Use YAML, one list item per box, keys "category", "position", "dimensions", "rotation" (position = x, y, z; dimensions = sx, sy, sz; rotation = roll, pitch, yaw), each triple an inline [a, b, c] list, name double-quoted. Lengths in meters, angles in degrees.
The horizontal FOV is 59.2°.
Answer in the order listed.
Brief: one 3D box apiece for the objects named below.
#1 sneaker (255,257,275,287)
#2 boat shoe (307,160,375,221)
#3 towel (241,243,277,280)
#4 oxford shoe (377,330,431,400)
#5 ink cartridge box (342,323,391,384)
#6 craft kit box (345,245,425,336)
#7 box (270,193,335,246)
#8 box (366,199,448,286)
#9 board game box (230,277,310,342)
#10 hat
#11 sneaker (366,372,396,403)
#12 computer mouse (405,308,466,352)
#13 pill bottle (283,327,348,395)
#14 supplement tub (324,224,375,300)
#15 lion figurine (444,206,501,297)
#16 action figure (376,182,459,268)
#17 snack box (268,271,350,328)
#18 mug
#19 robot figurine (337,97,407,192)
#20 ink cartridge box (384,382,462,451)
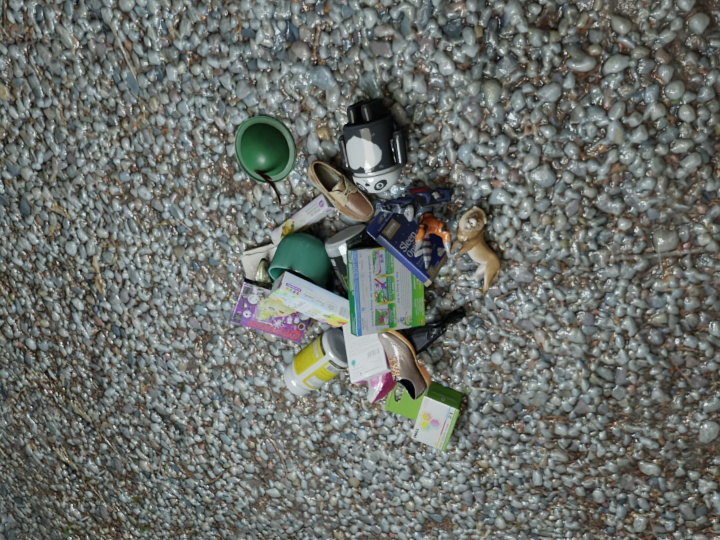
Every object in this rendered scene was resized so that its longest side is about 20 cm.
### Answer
- category: "sneaker"
  position: [-0.222, 0.055, 1.686]
  dimensions: [0.086, 0.078, 0.205]
  rotation: [-7, 119, 8]
- category: "boat shoe"
  position: [-0.048, -0.191, 1.526]
  dimensions: [0.198, 0.072, 0.077]
  rotation: [36, 85, 0]
- category: "towel"
  position: [-0.242, 0.028, 1.731]
  dimensions: [0.129, 0.035, 0.205]
  rotation: [-12, 108, 25]
- category: "oxford shoe"
  position: [0.101, 0.230, 1.578]
  dimensions: [0.202, 0.073, 0.071]
  rotation: [53, 142, -8]
- category: "ink cartridge box"
  position: [0.014, 0.179, 1.658]
  dimensions: [0.117, 0.042, 0.206]
  rotation: [-25, 64, 29]
- category: "craft kit box"
  position: [0.063, 0.041, 1.523]
  dimensions: [0.191, 0.048, 0.208]
  rotation: [-6, 97, -23]
- category: "box"
  position: [-0.149, -0.126, 1.618]
  dimensions: [0.197, 0.041, 0.040]
  rotation: [-33, 75, 28]
- category: "box"
  position: [0.118, -0.073, 1.506]
  dimensions: [0.199, 0.122, 0.032]
  rotation: [40, 149, -1]
- category: "board game box"
  position: [-0.230, 0.106, 1.660]
  dimensions: [0.194, 0.033, 0.123]
  rotation: [18, 115, -15]
- category: "hat"
  position: [-0.254, -0.266, 1.519]
  dimensions: [0.193, 0.177, 0.171]
  rotation: [5, 115, 17]
- category: "sneaker"
  position: [0.051, 0.268, 1.710]
  dimensions: [0.088, 0.080, 0.205]
  rotation: [38, 126, 31]
- category: "computer mouse"
  position: [0.169, 0.157, 1.605]
  dimensions: [0.053, 0.137, 0.200]
  rotation: [55, 134, 13]
- category: "pill bottle"
  position: [-0.117, 0.255, 1.742]
  dimensions: [0.199, 0.115, 0.115]
  rotation: [-38, 97, 29]
- category: "supplement tub"
  position: [0.000, 0.000, 1.579]
  dimensions: [0.119, 0.123, 0.205]
  rotation: [-16, 107, 25]
- category: "lion figurine"
  position: [0.280, -0.044, 1.495]
  dimensions: [0.122, 0.073, 0.201]
  rotation: [-39, 113, 2]
- category: "action figure"
  position: [0.125, -0.113, 1.461]
  dimensions: [0.193, 0.199, 0.105]
  rotation: [-5, 151, -17]
- category: "snack box"
  position: [-0.121, 0.076, 1.579]
  dimensions: [0.196, 0.054, 0.142]
  rotation: [26, 161, -13]
- category: "mug"
  position: [-0.144, -0.016, 1.623]
  dimensions: [0.147, 0.117, 0.186]
  rotation: [13, 158, 15]
- category: "robot figurine"
  position: [0.026, -0.280, 1.441]
  dimensions: [0.121, 0.150, 0.206]
  rotation: [-17, 111, -12]
- category: "ink cartridge box"
  position: [0.162, 0.377, 1.717]
  dimensions: [0.194, 0.076, 0.152]
  rotation: [19, 118, 9]
